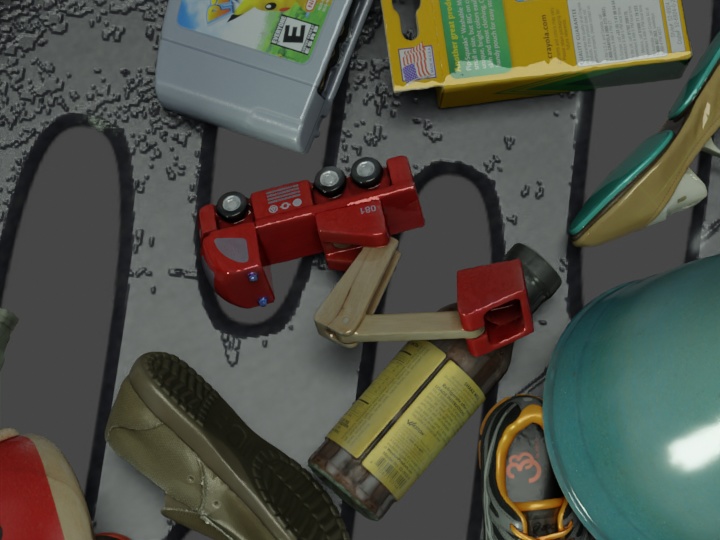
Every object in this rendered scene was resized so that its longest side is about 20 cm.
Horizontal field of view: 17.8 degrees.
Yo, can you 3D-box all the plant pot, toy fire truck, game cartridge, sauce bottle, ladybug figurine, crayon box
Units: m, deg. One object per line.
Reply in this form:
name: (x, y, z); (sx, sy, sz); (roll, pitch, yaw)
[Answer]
plant pot: (0.240, 0.074, 1.377); (0.199, 0.188, 0.201); (8, 69, -22)
toy fire truck: (0.000, 0.000, 1.456); (0.199, 0.049, 0.141); (-14, 54, 3)
game cartridge: (-0.057, -0.187, 1.512); (0.133, 0.040, 0.201); (18, 84, 29)
sauce bottle: (0.052, 0.069, 1.470); (0.065, 0.065, 0.200); (42, 80, 7)
ladybug figurine: (-0.214, 0.192, 1.400); (0.072, 0.136, 0.201); (5, 61, -35)
crayon box: (0.111, -0.182, 1.532); (0.199, 0.052, 0.126); (-7, 78, -3)

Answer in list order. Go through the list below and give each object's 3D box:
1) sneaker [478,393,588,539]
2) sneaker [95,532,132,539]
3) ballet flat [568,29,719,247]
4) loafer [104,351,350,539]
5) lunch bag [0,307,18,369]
sneaker: (0.110, 0.174, 1.443); (0.078, 0.077, 0.201); (-9, 79, -5)
sneaker: (-0.150, 0.259, 1.416); (0.077, 0.082, 0.201); (-16, 78, -4)
ballet flat: (0.218, -0.080, 1.507); (0.063, 0.069, 0.200); (40, 81, -7)
loafer: (-0.083, 0.140, 1.452); (0.067, 0.076, 0.200); (-42, 88, 25)
lunch bag: (-0.321, 0.074, 1.425); (0.199, 0.118, 0.165); (19, 78, 18)
